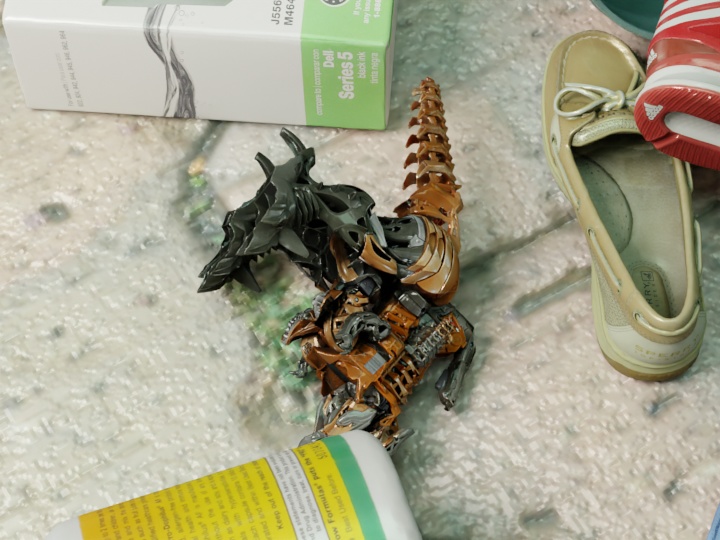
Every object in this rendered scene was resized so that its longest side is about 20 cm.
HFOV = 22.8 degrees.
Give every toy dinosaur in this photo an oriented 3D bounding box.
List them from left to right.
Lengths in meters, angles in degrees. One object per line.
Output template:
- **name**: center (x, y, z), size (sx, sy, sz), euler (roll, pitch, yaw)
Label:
- **toy dinosaur**: center (0.000, 0.000, 0.879), size (0.135, 0.102, 0.200), euler (24, 47, -13)

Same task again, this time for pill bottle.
- **pill bottle**: center (-0.073, 0.150, 0.774), size (0.199, 0.113, 0.113), euler (-17, 63, -9)

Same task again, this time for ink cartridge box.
- **ink cartridge box**: center (-0.079, -0.161, 0.954), size (0.199, 0.084, 0.146), euler (4, 62, 2)

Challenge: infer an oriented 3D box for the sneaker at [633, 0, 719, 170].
- **sneaker**: center (0.240, -0.094, 0.904), size (0.200, 0.078, 0.116), euler (22, 60, -15)

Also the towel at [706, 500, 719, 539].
- **towel**: center (0.220, 0.122, 0.824), size (0.111, 0.049, 0.200), euler (20, 64, 9)

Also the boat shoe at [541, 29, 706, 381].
- **boat shoe**: center (0.136, -0.046, 0.904), size (0.073, 0.063, 0.201), euler (-3, 62, -2)

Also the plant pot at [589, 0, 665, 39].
- **plant pot**: center (0.155, -0.240, 0.952), size (0.200, 0.201, 0.134), euler (-28, 38, -14)
